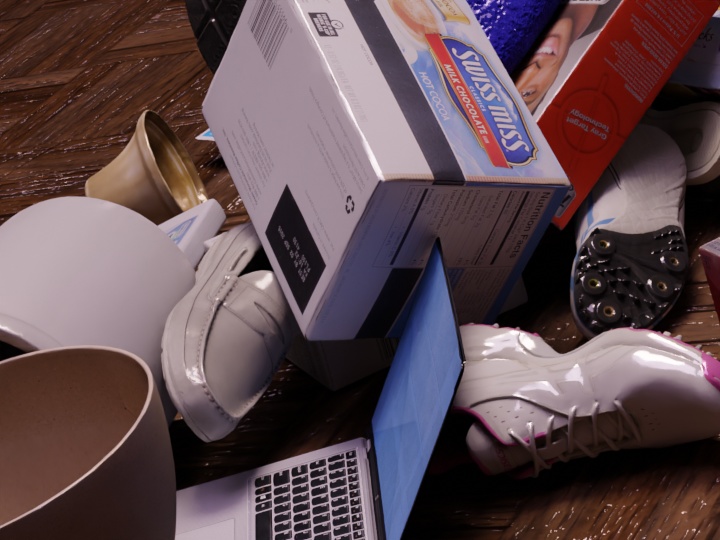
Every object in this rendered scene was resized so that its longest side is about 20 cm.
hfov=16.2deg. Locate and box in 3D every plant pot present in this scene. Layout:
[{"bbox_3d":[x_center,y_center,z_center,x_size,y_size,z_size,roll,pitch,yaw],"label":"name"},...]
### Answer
[{"bbox_3d":[-0.175,0.148,1.303,0.199,0.135,0.201,-18,24,8],"label":"plant pot"}]

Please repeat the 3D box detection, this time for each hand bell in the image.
[{"bbox_3d":[-0.220,-0.029,1.886,0.199,0.104,0.104,-26,19,11],"label":"hand bell"}]

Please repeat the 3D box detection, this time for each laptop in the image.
[{"bbox_3d":[-0.031,0.092,1.360,0.199,0.116,0.187,-16,20,4],"label":"laptop"}]

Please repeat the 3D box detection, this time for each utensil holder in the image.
[{"bbox_3d":[-0.190,0.064,1.488,0.169,0.171,0.200,-10,21,20],"label":"utensil holder"}]

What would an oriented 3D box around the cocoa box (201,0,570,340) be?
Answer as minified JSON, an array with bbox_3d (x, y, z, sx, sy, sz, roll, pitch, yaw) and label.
[{"bbox_3d":[0.011,-0.073,1.502,0.131,0.134,0.200,0,46,-30],"label":"cocoa box"}]

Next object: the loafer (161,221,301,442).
[{"bbox_3d":[-0.068,0.027,1.497,0.070,0.070,0.200,-26,26,23],"label":"loafer"}]

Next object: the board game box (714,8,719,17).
[{"bbox_3d":[0.307,-0.188,1.864,0.199,0.062,0.200,-10,22,16],"label":"board game box"}]

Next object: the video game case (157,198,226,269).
[{"bbox_3d":[-0.192,0.033,1.707,0.182,0.022,0.200,-25,17,23],"label":"video game case"}]

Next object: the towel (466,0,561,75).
[{"bbox_3d":[0.075,-0.219,1.633,0.147,0.050,0.200,24,71,27],"label":"towel"}]

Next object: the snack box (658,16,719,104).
[{"bbox_3d":[0.256,-0.130,1.675,0.142,0.053,0.200,13,2,-34],"label":"snack box"}]

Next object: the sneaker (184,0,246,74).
[{"bbox_3d":[-0.032,-0.154,1.764,0.115,0.201,0.076,-27,-15,-41],"label":"sneaker"}]

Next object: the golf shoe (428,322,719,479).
[{"bbox_3d":[0.112,0.080,1.361,0.199,0.075,0.092,-1,42,41],"label":"golf shoe"}]

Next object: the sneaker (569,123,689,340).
[{"bbox_3d":[0.162,-0.012,1.558,0.072,0.073,0.200,21,38,-2],"label":"sneaker"}]

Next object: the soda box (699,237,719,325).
[{"bbox_3d":[0.265,0.024,1.367,0.070,0.064,0.200,-24,22,-15],"label":"soda box"}]

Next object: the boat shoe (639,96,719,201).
[{"bbox_3d":[0.211,-0.077,1.687,0.067,0.072,0.200,15,-1,-25],"label":"boat shoe"}]

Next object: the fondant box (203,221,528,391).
[{"bbox_3d":[0.000,0.000,1.647,0.144,0.059,0.200,-24,23,-16],"label":"fondant box"}]

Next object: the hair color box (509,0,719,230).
[{"bbox_3d":[0.140,-0.125,1.599,0.200,0.061,0.101,-55,24,-11],"label":"hair color box"}]

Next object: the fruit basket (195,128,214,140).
[{"bbox_3d":[-0.013,-0.157,2.001,0.200,0.094,0.185,-34,26,-28],"label":"fruit basket"}]
